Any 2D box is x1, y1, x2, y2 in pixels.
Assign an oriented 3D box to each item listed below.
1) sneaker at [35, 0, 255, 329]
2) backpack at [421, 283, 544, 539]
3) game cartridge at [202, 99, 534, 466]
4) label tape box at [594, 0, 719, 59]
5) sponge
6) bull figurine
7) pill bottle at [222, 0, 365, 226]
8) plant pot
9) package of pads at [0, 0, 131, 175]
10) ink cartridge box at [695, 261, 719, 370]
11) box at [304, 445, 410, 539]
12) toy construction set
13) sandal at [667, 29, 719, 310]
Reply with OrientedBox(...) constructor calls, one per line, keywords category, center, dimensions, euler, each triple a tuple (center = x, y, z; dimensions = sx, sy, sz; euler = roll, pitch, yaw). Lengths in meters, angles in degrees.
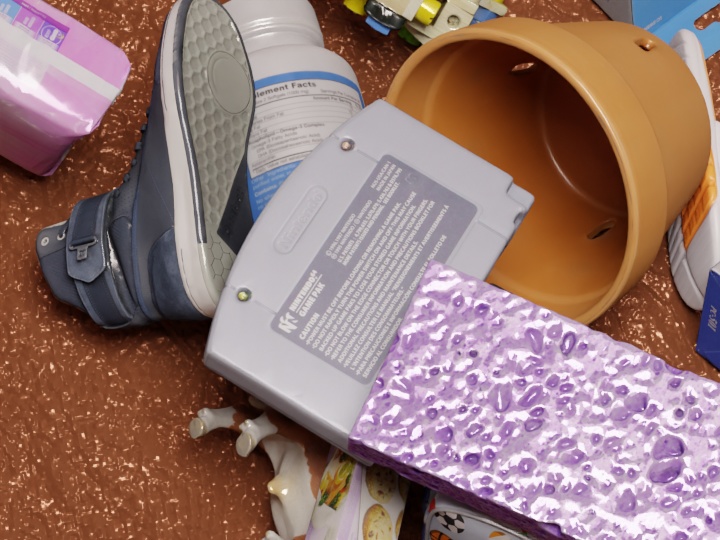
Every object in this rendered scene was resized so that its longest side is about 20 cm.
OrientedBox(category="sneaker", center=(-0.137, -0.063, 1.105), dimensions=(0.077, 0.146, 0.203), euler=(12, 72, -50))
OrientedBox(category="backpack", center=(0.120, 0.131, 1.032), dimensions=(0.199, 0.191, 0.154), euler=(25, 69, 11))
OrientedBox(category="game cartridge", center=(0.000, 0.000, 1.042), dimensions=(0.133, 0.041, 0.200), euler=(33, 65, 2))
OrientedBox(category="label tape box", center=(0.217, -0.257, 1.303), dimensions=(0.144, 0.063, 0.200), euler=(-36, 73, -21))
OrientedBox(category="sponge", center=(0.103, 0.082, 0.934), dimensions=(0.199, 0.030, 0.112), euler=(23, 69, 11))
OrientedBox(category="bull figurine", center=(-0.025, 0.154, 1.060), dimensions=(0.121, 0.065, 0.201), euler=(11, 48, -42))
OrientedBox(category="pill bottle", center=(-0.045, -0.075, 1.153), dimensions=(0.112, 0.112, 0.201), euler=(-10, 65, -12))
OrientedBox(category="plant pot", center=(0.131, -0.075, 1.140), dimensions=(0.140, 0.200, 0.200), euler=(-27, 69, -41))
OrientedBox(category="package of pads", center=(-0.249, -0.141, 1.100), dimensions=(0.199, 0.120, 0.076), euler=(30, 68, -14))
OrientedBox(category="ink cartridge box", center=(0.308, -0.017, 1.178), dimensions=(0.200, 0.094, 0.044), euler=(-37, 60, -22))
OrientedBox(category="box", center=(0.008, 0.106, 1.050), dimensions=(0.041, 0.039, 0.200), euler=(38, 36, -16))
OrientedBox(category="toy construction set", center=(0.005, -0.203, 1.220), dimensions=(0.199, 0.131, 0.093), euler=(17, 107, 1))
OrientedBox(category="sandal", center=(0.244, -0.073, 1.208), dimensions=(0.059, 0.079, 0.208), euler=(5, 64, -11))
